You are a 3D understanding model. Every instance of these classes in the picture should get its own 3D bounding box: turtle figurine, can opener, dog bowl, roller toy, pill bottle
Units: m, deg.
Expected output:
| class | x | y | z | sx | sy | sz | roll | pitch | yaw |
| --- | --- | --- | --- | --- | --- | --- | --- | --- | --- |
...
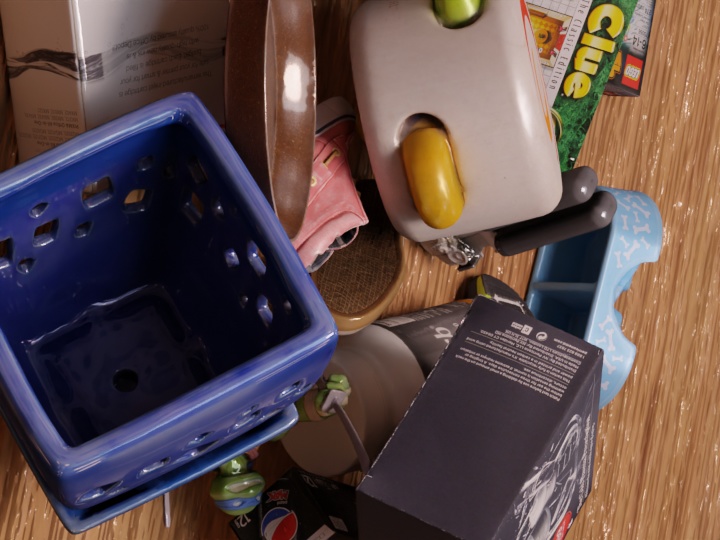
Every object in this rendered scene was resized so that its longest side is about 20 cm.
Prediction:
| class | x | y | z | sx | sy | sz | roll | pitch | yaw |
| --- | --- | --- | --- | --- | --- | --- | --- | --- | --- |
| turtle figurine | -0.081 | 0.069 | 1.621 | 0.200 | 0.143 | 0.195 | 82 | -5 | -86 |
| can opener | 0.118 | -0.045 | 1.823 | 0.053 | 0.199 | 0.067 | 47 | 56 | -22 |
| dog bowl | 0.188 | 0.020 | 1.976 | 0.049 | 0.111 | 0.201 | 22 | 78 | -33 |
| roller toy | 0.065 | -0.116 | 1.708 | 0.182 | 0.139 | 0.201 | 50 | 29 | -72 |
| pill bottle | 0.034 | 0.092 | 1.796 | 0.199 | 0.116 | 0.117 | -13 | 105 | -48 |

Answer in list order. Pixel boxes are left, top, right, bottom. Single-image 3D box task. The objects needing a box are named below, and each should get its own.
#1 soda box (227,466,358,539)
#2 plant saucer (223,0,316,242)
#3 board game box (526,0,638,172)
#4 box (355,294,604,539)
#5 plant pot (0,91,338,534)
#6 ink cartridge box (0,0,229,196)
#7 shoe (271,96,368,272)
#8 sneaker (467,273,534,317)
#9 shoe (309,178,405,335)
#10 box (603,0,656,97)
| class | x | y | z | sx | sy | sz | roll | pitch | yaw |
| --- | --- | --- | --- | --- | --- | --- | --- | --- | --- |
| soda box | -0.014 | 0.205 | 1.745 | 0.071 | 0.063 | 0.200 | -42 | 152 | 12 |
| plant saucer | -0.059 | -0.119 | 1.528 | 0.200 | 0.034 | 0.202 | 0 | 90 | -81 |
| board game box | 0.149 | -0.177 | 1.811 | 0.104 | 0.023 | 0.201 | 13 | 106 | -21 |
| box | 0.085 | 0.156 | 1.659 | 0.182 | 0.104 | 0.200 | -56 | 159 | -29 |
| plant pot | -0.147 | 0.040 | 1.472 | 0.199 | 0.201 | 0.180 | -26 | 159 | -18 |
| ink cartridge box | -0.162 | -0.162 | 1.564 | 0.145 | 0.083 | 0.201 | -19 | 110 | -46 |
| shoe | -0.033 | -0.058 | 1.682 | 0.091 | 0.071 | 0.200 | 48 | 27 | 1 |
| sneaker | 0.103 | 0.101 | 1.914 | 0.074 | 0.081 | 0.201 | 17 | 63 | -50 |
| shoe | 0.000 | 0.000 | 1.746 | 0.200 | 0.069 | 0.054 | -69 | 172 | -59 |
| box | 0.180 | -0.236 | 1.981 | 0.199 | 0.040 | 0.138 | 14 | 85 | -49 |
